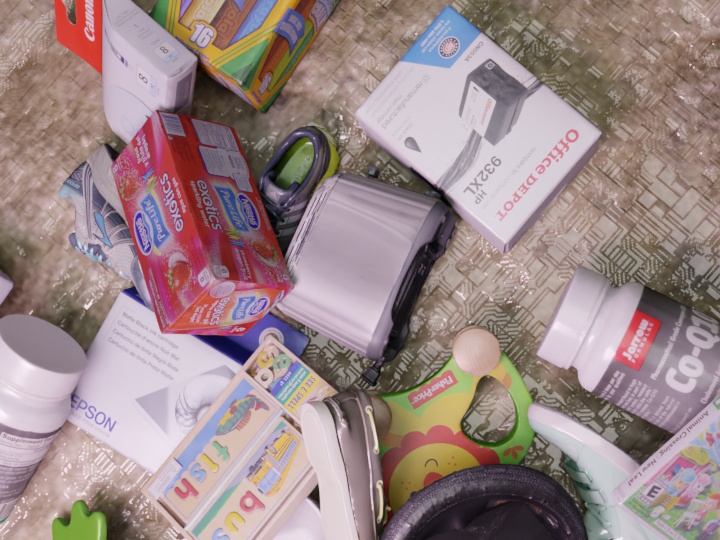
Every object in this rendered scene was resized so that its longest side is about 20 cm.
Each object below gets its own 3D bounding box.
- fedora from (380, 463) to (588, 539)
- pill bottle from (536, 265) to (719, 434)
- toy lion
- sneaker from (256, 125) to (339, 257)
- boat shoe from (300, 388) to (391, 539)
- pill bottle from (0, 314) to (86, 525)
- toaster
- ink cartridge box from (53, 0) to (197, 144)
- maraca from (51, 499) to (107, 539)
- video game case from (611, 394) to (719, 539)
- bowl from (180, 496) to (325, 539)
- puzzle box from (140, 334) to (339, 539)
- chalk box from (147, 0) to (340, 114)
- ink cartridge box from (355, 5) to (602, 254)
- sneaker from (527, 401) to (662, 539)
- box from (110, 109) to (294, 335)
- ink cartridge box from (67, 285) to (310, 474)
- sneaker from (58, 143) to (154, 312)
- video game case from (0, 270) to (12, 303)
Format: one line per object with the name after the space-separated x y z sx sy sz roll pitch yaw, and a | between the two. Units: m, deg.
0.106 0.261 0.967 0.199 0.092 0.202 0 94 -7 | fedora
0.275 0.081 0.985 0.199 0.114 0.114 26 88 9 | pill bottle
0.088 0.180 1.031 0.199 0.069 0.192 -32 88 3 | toy lion
-0.090 -0.063 1.065 0.073 0.081 0.201 24 88 9 | sneaker
-0.003 0.206 0.949 0.060 0.072 0.203 -17 106 -25 | boat shoe
-0.358 0.150 1.038 0.113 0.113 0.201 36 105 10 | pill bottle
0.000 0.000 1.032 0.128 0.114 0.201 24 89 15 | toaster
-0.255 -0.214 1.063 0.200 0.160 0.047 40 61 9 | ink cartridge box
-0.264 0.330 1.035 0.137 0.107 0.201 -37 64 31 | maraca
0.348 0.188 0.935 0.200 0.022 0.182 38 104 -29 | video game case
-0.089 0.334 1.027 0.199 0.075 0.201 -25 81 4 | bowl
-0.102 0.178 1.005 0.133 0.025 0.200 36 84 26 | puzzle box
-0.102 -0.286 1.069 0.124 0.125 0.201 34 90 10 | chalk box
0.117 -0.138 1.044 0.200 0.084 0.145 42 91 9 | ink cartridge box
0.215 0.220 0.990 0.200 0.074 0.118 39 90 -1 | sneaker
-0.156 -0.044 1.014 0.095 0.099 0.201 -42 59 34 | box
-0.183 0.108 1.080 0.199 0.041 0.201 29 88 10 | ink cartridge box
-0.249 -0.030 1.084 0.086 0.078 0.201 -33 65 7 | sneaker
-0.462 0.051 1.085 0.182 0.022 0.201 34 89 37 | video game case
